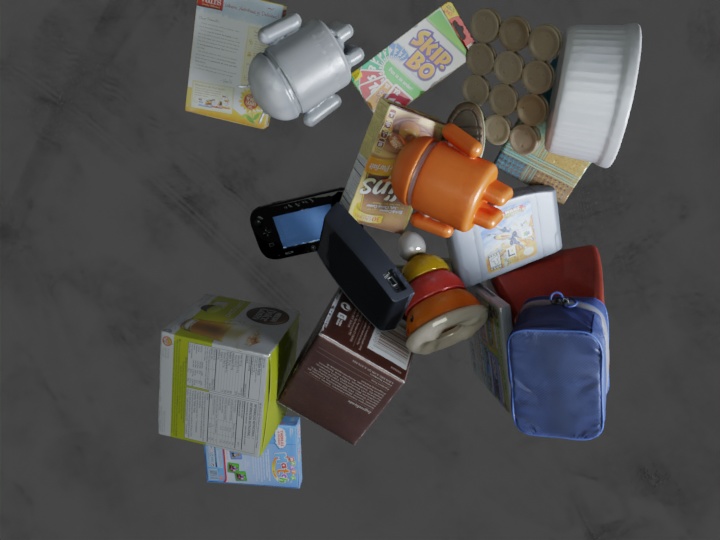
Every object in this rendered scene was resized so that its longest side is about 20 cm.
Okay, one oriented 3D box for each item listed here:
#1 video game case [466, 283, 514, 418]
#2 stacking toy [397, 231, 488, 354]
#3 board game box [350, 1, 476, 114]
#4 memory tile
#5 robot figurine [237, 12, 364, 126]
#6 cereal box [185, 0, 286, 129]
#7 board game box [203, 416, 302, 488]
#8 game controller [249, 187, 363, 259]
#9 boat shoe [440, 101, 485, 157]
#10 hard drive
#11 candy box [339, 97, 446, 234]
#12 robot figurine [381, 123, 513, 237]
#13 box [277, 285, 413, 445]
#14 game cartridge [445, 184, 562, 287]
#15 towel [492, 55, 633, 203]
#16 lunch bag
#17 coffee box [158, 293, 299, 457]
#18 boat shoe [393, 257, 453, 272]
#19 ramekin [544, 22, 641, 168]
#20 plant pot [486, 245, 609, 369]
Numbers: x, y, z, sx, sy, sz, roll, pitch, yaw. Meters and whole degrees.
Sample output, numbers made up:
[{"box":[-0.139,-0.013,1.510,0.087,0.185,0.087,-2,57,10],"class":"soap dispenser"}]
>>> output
[{"box":[0.224,0.124,1.136,0.022,0.182,0.203,-13,108,-8],"class":"video game case"},{"box":[0.112,0.025,1.101,0.145,0.146,0.202,-30,66,16],"class":"stacking toy"},{"box":[0.087,-0.336,1.072,0.199,0.030,0.096,-33,103,14],"class":"board game box"},{"box":[0.227,-0.290,1.020,0.152,0.017,0.202,27,131,30],"class":"memory tile"},{"box":[-0.094,-0.315,1.037,0.199,0.113,0.171,-34,119,-4],"class":"robot figurine"},{"box":[-0.208,-0.351,1.094,0.142,0.040,0.202,14,110,1],"class":"cereal box"},{"box":[-0.221,0.368,1.351,0.197,0.037,0.153,3,110,7],"class":"board game box"},{"box":[-0.095,-0.082,1.175,0.197,0.042,0.106,-12,107,12],"class":"game controller"},{"box":[0.169,-0.183,1.089,0.071,0.076,0.202,16,122,18],"class":"boat shoe"},{"box":[0.000,0.000,1.079,0.200,0.042,0.135,50,151,19],"class":"hard drive"},{"box":[0.052,-0.170,1.097,0.114,0.055,0.202,13,112,-25],"class":"candy box"},{"box":[0.132,-0.136,1.014,0.198,0.117,0.144,27,155,16],"class":"robot figurine"},{"box":[-0.017,0.159,1.160,0.163,0.167,0.201,29,127,-4],"class":"box"},{"box":[0.240,-0.062,1.101,0.198,0.042,0.134,-22,125,-6],"class":"game cartridge"},{"box":[0.328,-0.228,1.083,0.145,0.022,0.201,28,112,-3],"class":"towel"},{"box":[0.293,0.129,0.968,0.134,0.132,0.203,2,112,23],"class":"lunch bag"},{"box":[-0.232,0.181,1.195,0.195,0.200,0.203,10,109,8],"class":"coffee box"},{"box":[0.080,0.030,1.180,0.198,0.063,0.074,-12,108,11],"class":"boat shoe"},{"box":[0.331,-0.257,0.958,0.096,0.201,0.203,10,111,10],"class":"ramekin"},{"box":[0.326,0.093,1.112,0.197,0.177,0.202,-9,109,9],"class":"plant pot"}]
